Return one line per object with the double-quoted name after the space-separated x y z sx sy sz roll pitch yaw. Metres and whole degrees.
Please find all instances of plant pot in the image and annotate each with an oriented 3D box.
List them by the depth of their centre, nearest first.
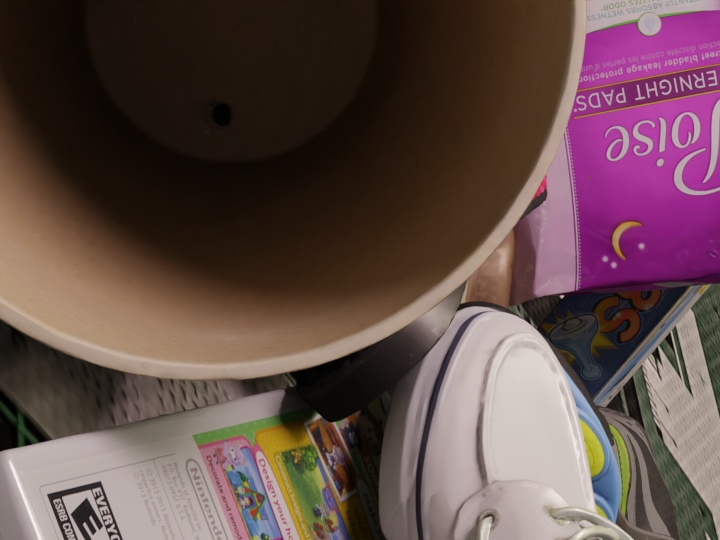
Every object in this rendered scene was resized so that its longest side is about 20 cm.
-0.039 -0.071 0.831 0.200 0.187 0.188 -100 166 -87 "plant pot"

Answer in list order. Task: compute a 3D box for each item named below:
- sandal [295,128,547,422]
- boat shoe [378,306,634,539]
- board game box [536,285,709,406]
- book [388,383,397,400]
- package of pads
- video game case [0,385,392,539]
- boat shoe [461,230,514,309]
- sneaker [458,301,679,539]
0.024 -0.016 0.887 0.045 0.075 0.200 39 35 -18 "sandal"
0.053 0.096 0.803 0.074 0.067 0.200 21 56 -38 "boat shoe"
0.107 0.008 1.134 0.034 0.200 0.135 41 13 8 "board game box"
0.024 0.140 0.941 0.134 0.048 0.200 62 18 -22 "book"
0.092 -0.091 1.012 0.076 0.120 0.200 -100 180 -87 "package of pads"
-0.012 0.131 0.788 0.182 0.022 0.200 -10 76 -59 "video game case"
0.001 -0.006 1.020 0.202 0.075 0.075 176 -82 -83 "boat shoe"
0.058 0.073 0.952 0.200 0.071 0.083 54 15 -47 "sneaker"
